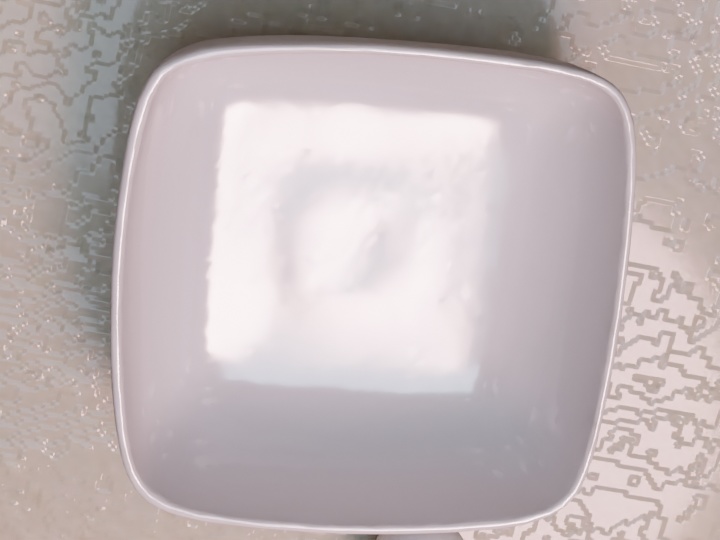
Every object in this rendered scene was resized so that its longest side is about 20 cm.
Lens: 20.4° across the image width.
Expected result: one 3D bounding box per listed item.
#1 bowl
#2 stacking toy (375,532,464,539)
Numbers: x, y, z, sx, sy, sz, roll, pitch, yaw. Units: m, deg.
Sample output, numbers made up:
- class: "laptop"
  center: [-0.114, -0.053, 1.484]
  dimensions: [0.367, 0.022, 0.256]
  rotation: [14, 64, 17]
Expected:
- class: "bowl"
  center: [0.000, 0.000, 0.794]
  dimensions: [0.198, 0.075, 0.202]
  rotation: [2, 110, -9]
- class: "stacking toy"
  center: [0.026, 0.205, 0.865]
  dimensions: [0.145, 0.146, 0.202]
  rotation: [-6, 94, -5]
